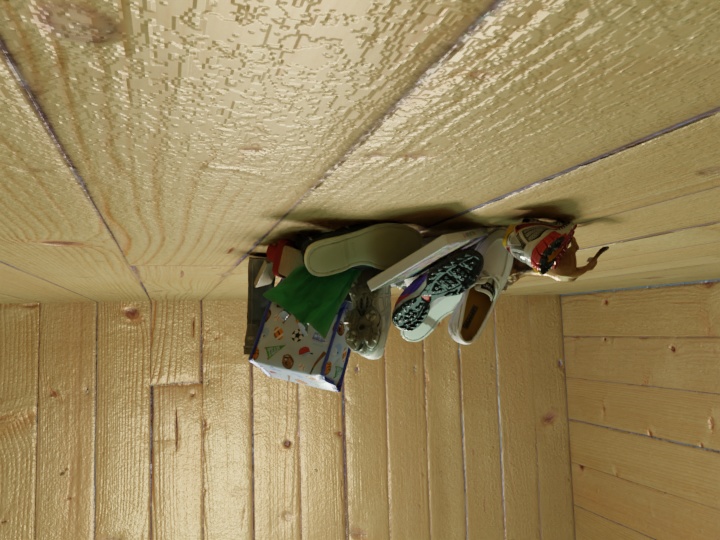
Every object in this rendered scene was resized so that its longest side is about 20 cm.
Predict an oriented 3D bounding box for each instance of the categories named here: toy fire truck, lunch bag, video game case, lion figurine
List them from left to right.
[{"bbox_3d":[-0.100,-0.004,1.046,0.173,0.132,0.198,9,-171,-39],"label":"toy fire truck"},{"bbox_3d":[-0.099,0.106,1.101,0.166,0.204,0.124,9,155,21],"label":"lunch bag"},{"bbox_3d":[0.110,-0.021,0.896,0.142,0.018,0.199,-32,172,28],"label":"video game case"},{"bbox_3d":[0.312,-0.009,0.988,0.197,0.074,0.122,-5,-155,40],"label":"lion figurine"}]

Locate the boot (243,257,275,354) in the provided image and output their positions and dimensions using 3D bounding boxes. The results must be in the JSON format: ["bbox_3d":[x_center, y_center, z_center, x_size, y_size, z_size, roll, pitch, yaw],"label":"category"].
[{"bbox_3d":[-0.208,0.076,1.260,0.071,0.206,0.182,-3,176,5],"label":"boot"}]

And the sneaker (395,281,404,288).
[{"bbox_3d":[0.000,0.000,1.127,0.195,0.095,0.076,-2,174,-3],"label":"sneaker"}]

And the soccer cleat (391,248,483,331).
[{"bbox_3d":[0.124,0.020,0.958,0.068,0.074,0.200,34,125,-15],"label":"soccer cleat"}]

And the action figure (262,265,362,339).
[{"bbox_3d":[-0.047,0.009,0.910,0.117,0.201,0.055,35,149,8],"label":"action figure"}]

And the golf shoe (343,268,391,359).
[{"bbox_3d":[0.020,0.050,0.965,0.076,0.204,0.097,0,154,22],"label":"golf shoe"}]

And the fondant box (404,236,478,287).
[{"bbox_3d":[0.159,0.007,1.104,0.141,0.060,0.201,-3,154,13],"label":"fondant box"}]

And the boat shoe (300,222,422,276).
[{"bbox_3d":[-0.001,-0.037,0.888,0.195,0.076,0.066,-15,-156,-20],"label":"boat shoe"}]

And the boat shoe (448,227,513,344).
[{"bbox_3d":[0.203,0.027,0.942,0.070,0.203,0.070,26,180,-4],"label":"boat shoe"}]

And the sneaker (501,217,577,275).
[{"bbox_3d":[0.275,-0.051,0.883,0.081,0.079,0.199,32,-162,24],"label":"sneaker"}]

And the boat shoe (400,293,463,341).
[{"bbox_3d":[0.146,0.051,1.046,0.074,0.062,0.201,29,123,-19],"label":"boat shoe"}]

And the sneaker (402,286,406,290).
[{"bbox_3d":[0.135,0.013,1.367,0.195,0.083,0.074,-4,175,20],"label":"sneaker"}]
